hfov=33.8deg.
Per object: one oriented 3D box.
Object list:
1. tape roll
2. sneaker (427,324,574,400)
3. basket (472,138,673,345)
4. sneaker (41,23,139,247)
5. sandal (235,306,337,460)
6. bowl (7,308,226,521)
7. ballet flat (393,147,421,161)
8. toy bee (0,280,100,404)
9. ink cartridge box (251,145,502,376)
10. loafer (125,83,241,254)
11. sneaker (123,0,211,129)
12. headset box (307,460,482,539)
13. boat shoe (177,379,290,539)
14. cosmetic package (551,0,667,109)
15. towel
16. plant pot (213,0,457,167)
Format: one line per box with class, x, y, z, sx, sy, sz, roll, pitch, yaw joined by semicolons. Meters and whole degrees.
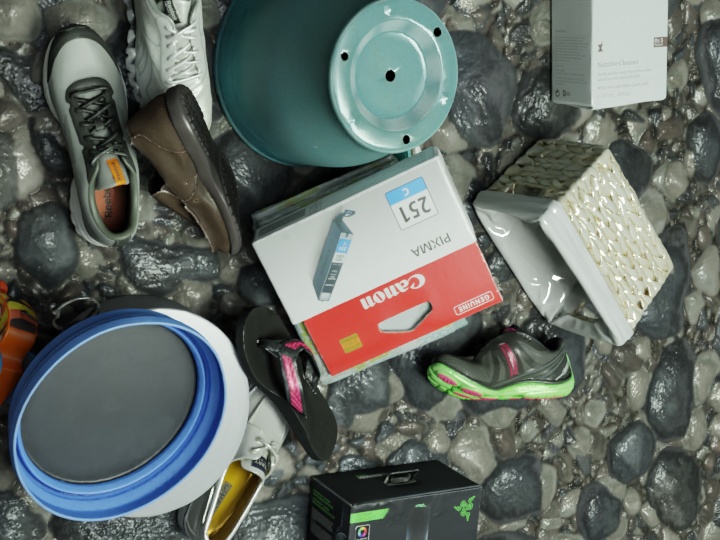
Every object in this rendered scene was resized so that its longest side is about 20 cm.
tape roll;-0.208;0.128;1.131;0.197;0.066;0.204;-8;106;-29
sneaker;0.156;0.104;1.346;0.197;0.076;0.085;3;82;-34
basket;0.241;-0.037;1.318;0.124;0.135;0.201;-46;120;-15
sneaker;-0.230;-0.117;1.056;0.073;0.079;0.204;-16;107;-24
sandal;-0.061;0.110;1.183;0.201;0.044;0.076;59;39;-32
bowl;-0.213;0.124;1.038;0.198;0.039;0.203;-19;127;-27
ballet flat;0.046;-0.060;1.243;0.068;0.069;0.203;-6;111;-29
toy bee;-0.319;0.066;1.046;0.198;0.109;0.131;-33;147;-6
ink cartridge box;0.020;0.002;1.151;0.198;0.045;0.178;-24;109;8
loafer;-0.161;-0.088;1.092;0.070;0.074;0.201;-14;138;5
sneaker;-0.172;-0.210;1.069;0.074;0.081;0.203;-21;112;-26
headset box;0.035;0.312;1.299;0.172;0.092;0.204;-1;101;-31
boat shoe;-0.111;0.189;1.197;0.071;0.069;0.202;39;77;-32
cosmetic package;0.275;-0.288;1.313;0.111;0.081;0.204;-11;107;-26
towel;0.000;0.000;1.198;0.169;0.048;0.202;-21;110;8
plant pot;-0.011;-0.188;1.104;0.197;0.187;0.204;-7;104;-29
